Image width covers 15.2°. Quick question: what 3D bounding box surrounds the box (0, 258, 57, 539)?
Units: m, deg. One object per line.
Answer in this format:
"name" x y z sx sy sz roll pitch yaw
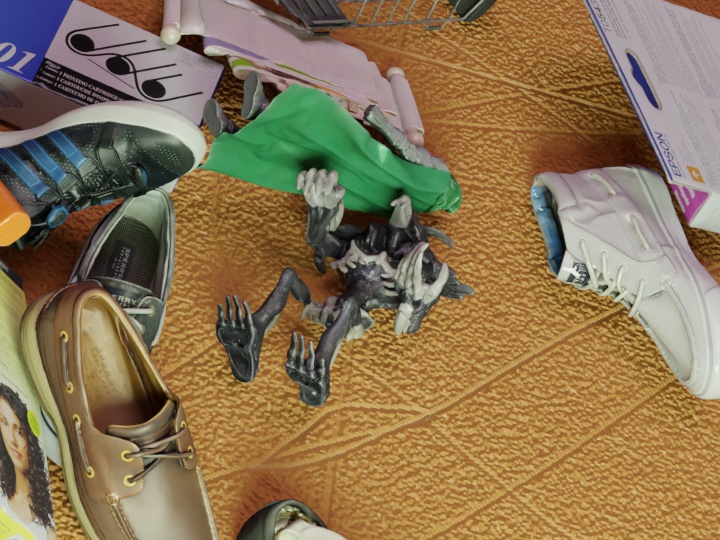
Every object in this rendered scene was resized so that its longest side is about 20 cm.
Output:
"box" -0.220 0.074 1.545 0.050 0.075 0.200 -23 53 12

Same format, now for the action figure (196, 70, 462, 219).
"action figure" -0.008 -0.073 1.748 0.200 0.118 0.055 21 56 -39

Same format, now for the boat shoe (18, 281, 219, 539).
"boat shoe" -0.131 0.100 1.536 0.072 0.068 0.200 -24 90 -29

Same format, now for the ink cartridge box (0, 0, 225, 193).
"ink cartridge box" -0.196 -0.132 1.759 0.200 0.044 0.094 24 44 -4

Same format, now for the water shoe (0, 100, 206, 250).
"water shoe" -0.187 -0.046 1.633 0.200 0.072 0.079 -9 55 17

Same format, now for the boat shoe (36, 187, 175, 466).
"boat shoe" -0.155 0.027 1.622 0.072 0.071 0.200 17 47 -12

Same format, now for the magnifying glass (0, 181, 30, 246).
"magnifying glass" -0.252 -0.078 1.625 0.080 0.022 0.200 -37 47 -7

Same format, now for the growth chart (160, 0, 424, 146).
"growth chart" -0.047 -0.143 1.824 0.200 0.018 0.145 23 23 -7

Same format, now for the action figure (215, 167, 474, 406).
"action figure" 0.000 0.000 1.699 0.119 0.102 0.200 28 43 17

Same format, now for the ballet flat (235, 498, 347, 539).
"ballet flat" 0.002 0.209 1.542 0.200 0.068 0.068 44 47 14

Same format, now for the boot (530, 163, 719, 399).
"boot" 0.176 0.009 1.807 0.095 0.074 0.200 -2 45 -20

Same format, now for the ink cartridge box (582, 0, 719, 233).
"ink cartridge box" 0.236 -0.110 1.912 0.200 0.043 0.197 11 46 -41

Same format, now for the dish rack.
"dish rack" -0.001 -0.235 1.920 0.200 0.055 0.153 -8 54 -43
